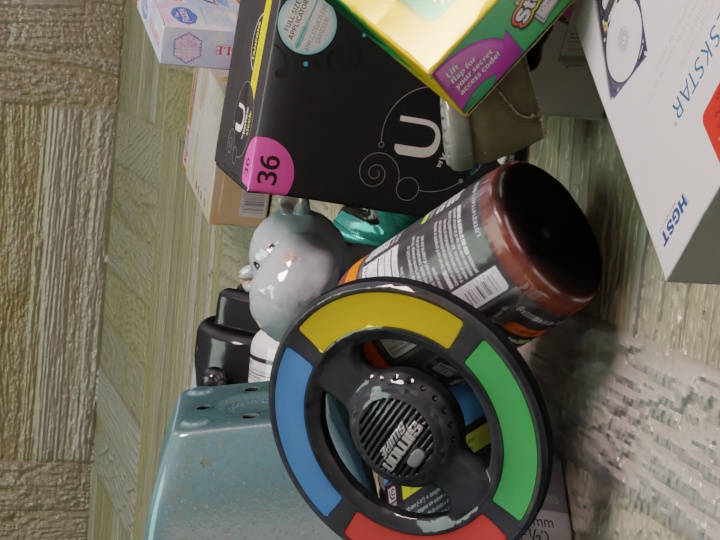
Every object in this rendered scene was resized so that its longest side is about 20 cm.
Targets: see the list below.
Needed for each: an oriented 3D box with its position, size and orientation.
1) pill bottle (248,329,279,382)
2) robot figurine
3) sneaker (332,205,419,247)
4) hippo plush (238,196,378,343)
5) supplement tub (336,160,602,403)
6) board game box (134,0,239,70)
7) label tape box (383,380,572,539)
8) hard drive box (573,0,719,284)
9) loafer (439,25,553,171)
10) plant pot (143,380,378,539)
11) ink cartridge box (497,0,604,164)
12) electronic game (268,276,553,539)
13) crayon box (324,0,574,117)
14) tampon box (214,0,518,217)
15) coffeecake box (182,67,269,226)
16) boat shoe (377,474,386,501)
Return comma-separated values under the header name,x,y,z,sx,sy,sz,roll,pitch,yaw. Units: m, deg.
name,x,y,z,sx,sy,sz,roll,pitch,yaw
pill bottle,-0.050,0.123,1.556,0.112,0.111,0.203,-158,72,-72
robot figurine,-0.118,0.118,1.756,0.125,0.149,0.203,26,112,58
sneaker,0.012,-0.073,1.448,0.200,0.083,0.122,-120,46,-59
hippo plush,0.000,0.000,1.268,0.160,0.160,0.201,-50,17,29
supplement tub,0.056,0.019,1.114,0.199,0.106,0.108,-34,50,35
board game box,-0.118,-0.251,1.698,0.200,0.197,0.042,-118,35,-60
label tape box,0.080,0.184,1.156,0.143,0.065,0.202,-42,44,49
hard drive box,0.191,-0.118,0.866,0.157,0.076,0.201,110,156,-44
loafer,0.085,-0.149,1.040,0.075,0.069,0.202,79,-168,-62
plant pot,-0.073,0.192,1.269,0.196,0.193,0.203,-104,7,-78
ink cartridge box,0.126,-0.180,1.102,0.117,0.067,0.202,-113,32,-53
electronic game,0.029,0.100,1.072,0.042,0.198,0.202,-35,-38,-56
crayon box,0.068,-0.217,0.992,0.200,0.058,0.173,-47,53,2
tampon box,0.009,-0.127,1.241,0.126,0.198,0.152,-143,61,-70
coffeecake box,-0.157,-0.160,2.021,0.200,0.072,0.155,-123,39,-63
boat shoe,0.046,0.158,1.302,0.201,0.070,0.073,111,155,-45
